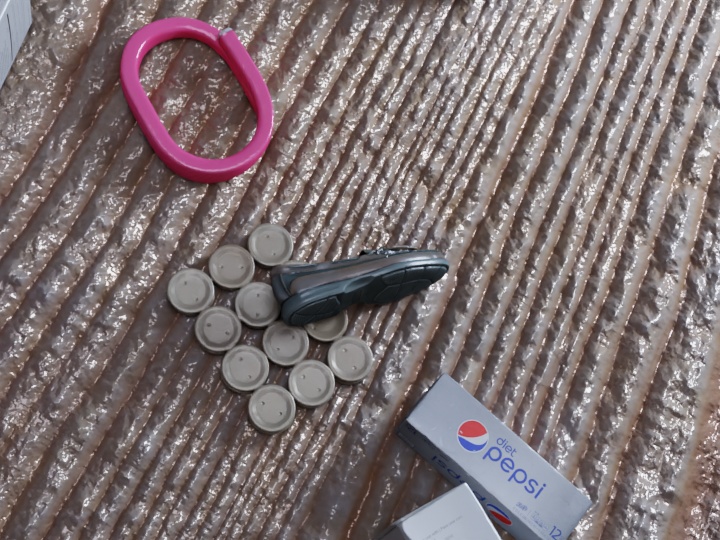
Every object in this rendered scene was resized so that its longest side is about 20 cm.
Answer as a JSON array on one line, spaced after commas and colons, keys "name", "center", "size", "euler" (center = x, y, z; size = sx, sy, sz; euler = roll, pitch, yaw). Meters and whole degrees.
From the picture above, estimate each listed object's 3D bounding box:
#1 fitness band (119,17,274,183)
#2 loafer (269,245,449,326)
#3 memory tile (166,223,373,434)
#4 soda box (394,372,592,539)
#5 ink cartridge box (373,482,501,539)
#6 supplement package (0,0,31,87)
[{"name": "fitness band", "center": [-0.177, -0.190, 1.364], "size": [0.143, 0.037, 0.201], "euler": [-26, 76, -19]}, {"name": "loafer", "center": [0.000, 0.000, 1.304], "size": [0.199, 0.072, 0.063], "euler": [-15, 64, -28]}, {"name": "memory tile", "center": [-0.093, 0.057, 1.300], "size": [0.153, 0.017, 0.201], "euler": [-32, 78, -20]}, {"name": "soda box", "center": [0.133, 0.199, 1.268], "size": [0.200, 0.064, 0.068], "euler": [40, 69, 5]}, {"name": "ink cartridge box", "center": [0.101, 0.314, 1.174], "size": [0.084, 0.145, 0.201], "euler": [-29, 78, -20]}, {"name": "supplement package", "center": [-0.431, -0.223, 1.278], "size": [0.120, 0.120, 0.202], "euler": [20, 67, -5]}]
